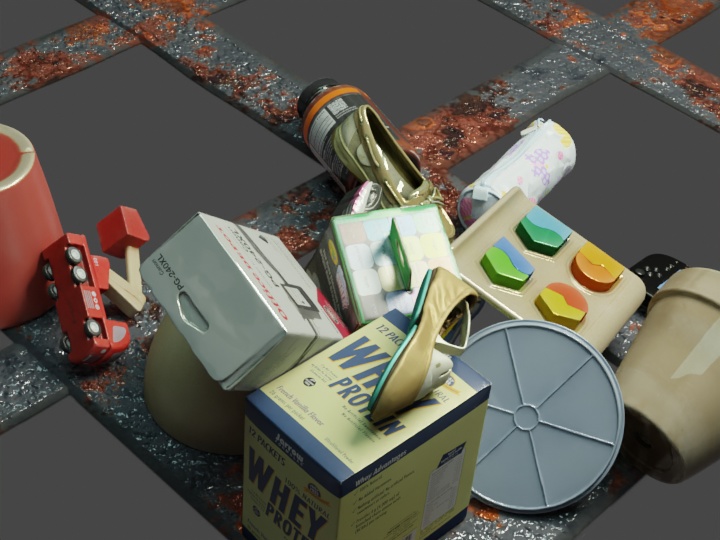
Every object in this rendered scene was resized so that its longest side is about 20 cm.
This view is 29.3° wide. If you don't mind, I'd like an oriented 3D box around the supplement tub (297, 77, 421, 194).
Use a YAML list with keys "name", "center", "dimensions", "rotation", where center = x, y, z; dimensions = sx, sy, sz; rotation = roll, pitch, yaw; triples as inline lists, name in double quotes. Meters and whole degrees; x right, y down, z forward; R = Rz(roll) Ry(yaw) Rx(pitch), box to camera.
- name: "supplement tub"
  center: [-0.009, -0.171, 1.803]
  dimensions: [0.106, 0.107, 0.200]
  rotation: [-16, 45, -23]

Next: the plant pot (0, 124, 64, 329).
- name: "plant pot"
  center: [-0.436, -0.058, 1.571]
  dimensions: [0.199, 0.178, 0.201]
  rotation: [3, 42, -3]

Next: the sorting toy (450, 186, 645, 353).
- name: "sorting toy"
  center: [0.211, 0.002, 1.533]
  dimensions: [0.200, 0.037, 0.185]
  rotation: [40, 44, 9]

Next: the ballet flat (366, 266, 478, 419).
- name: "ballet flat"
  center: [0.065, 0.069, 1.267]
  dimensions: [0.063, 0.069, 0.200]
  rotation: [26, 44, 1]

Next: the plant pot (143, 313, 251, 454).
- name: "plant pot"
  center: [-0.135, 0.078, 1.484]
  dimensions: [0.199, 0.135, 0.201]
  rotation: [4, 41, -3]

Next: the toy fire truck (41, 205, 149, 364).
- name: "toy fire truck"
  center: [-0.291, 0.016, 1.573]
  dimensions: [0.141, 0.049, 0.201]
  rotation: [12, 53, -53]

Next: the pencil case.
- name: "pencil case"
  center: [0.204, -0.117, 1.778]
  dimensions: [0.083, 0.091, 0.200]
  rotation: [26, 46, 21]

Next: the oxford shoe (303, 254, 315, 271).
- name: "oxford shoe"
  center: [-0.018, -0.027, 1.663]
  dimensions: [0.071, 0.073, 0.200]
  rotation: [25, 45, 21]

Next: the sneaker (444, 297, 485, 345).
- name: "sneaker"
  center: [0.106, 0.022, 1.616]
  dimensions: [0.074, 0.083, 0.200]
  rotation: [16, 40, 13]

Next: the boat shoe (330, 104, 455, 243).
- name: "boat shoe"
  center: [0.050, -0.108, 1.664]
  dimensions: [0.201, 0.063, 0.073]
  rotation: [51, 41, 0]

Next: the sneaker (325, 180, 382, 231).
- name: "sneaker"
  center: [0.000, 0.000, 1.592]
  dimensions: [0.086, 0.201, 0.080]
  rotation: [17, -7, -20]

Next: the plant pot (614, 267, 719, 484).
- name: "plant pot"
  center: [0.352, 0.127, 1.464]
  dimensions: [0.200, 0.200, 0.173]
  rotation: [36, 65, 30]

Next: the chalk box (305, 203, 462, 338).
- name: "chalk box"
  center: [0.029, 0.013, 1.438]
  dimensions: [0.123, 0.200, 0.125]
  rotation: [-8, 68, -20]

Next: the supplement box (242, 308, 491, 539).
- name: "supplement box"
  center: [0.002, 0.183, 1.329]
  dimensions: [0.200, 0.201, 0.134]
  rotation: [-29, 51, -34]

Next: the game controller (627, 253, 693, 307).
- name: "game controller"
  center: [0.416, 0.042, 1.659]
  dimensions: [0.200, 0.042, 0.104]
  rotation: [33, 48, 26]

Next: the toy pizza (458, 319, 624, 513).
- name: "toy pizza"
  center: [0.172, 0.150, 1.427]
  dimensions: [0.199, 0.201, 0.032]
  rotation: [12, 2, 8]

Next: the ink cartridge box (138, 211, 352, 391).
- name: "ink cartridge box"
  center: [-0.102, 0.035, 1.305]
  dimensions: [0.083, 0.200, 0.145]
  rotation: [-41, 75, 10]
